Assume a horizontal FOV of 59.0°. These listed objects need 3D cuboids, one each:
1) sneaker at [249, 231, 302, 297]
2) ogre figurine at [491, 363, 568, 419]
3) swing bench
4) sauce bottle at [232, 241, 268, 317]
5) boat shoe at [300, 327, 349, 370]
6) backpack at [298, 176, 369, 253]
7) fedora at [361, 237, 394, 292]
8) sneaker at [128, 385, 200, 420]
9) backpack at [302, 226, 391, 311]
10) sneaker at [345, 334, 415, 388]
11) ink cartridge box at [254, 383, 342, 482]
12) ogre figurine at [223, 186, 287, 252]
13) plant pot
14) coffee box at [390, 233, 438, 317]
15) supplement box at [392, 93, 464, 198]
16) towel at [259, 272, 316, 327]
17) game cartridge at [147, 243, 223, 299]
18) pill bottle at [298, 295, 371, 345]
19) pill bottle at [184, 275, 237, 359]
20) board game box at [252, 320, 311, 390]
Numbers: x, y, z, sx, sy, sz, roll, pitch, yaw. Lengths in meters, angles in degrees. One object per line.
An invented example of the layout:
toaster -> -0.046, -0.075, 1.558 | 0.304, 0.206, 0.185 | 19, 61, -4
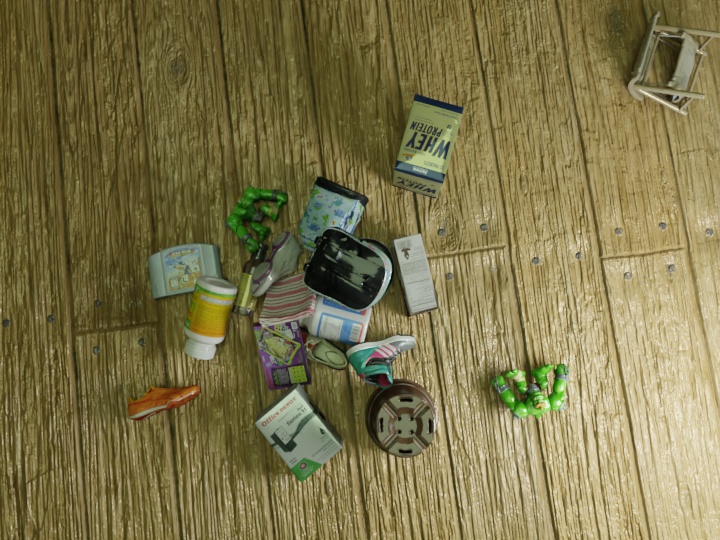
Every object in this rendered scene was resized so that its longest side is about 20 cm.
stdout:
sneaker -> -0.219, -0.004, 1.706 | 0.074, 0.100, 0.202 | 9, 60, 45
ogre figurine -> 0.458, 0.319, 1.672 | 0.196, 0.098, 0.122 | -4, 65, -15
swing bench -> 0.858, -0.571, 1.762 | 0.197, 0.130, 0.202 | 21, 84, 8
sauce bottle -> -0.295, 0.023, 1.730 | 0.064, 0.065, 0.203 | 16, 82, 2
boat shoe -> -0.120, 0.210, 1.708 | 0.198, 0.063, 0.072 | 27, 86, 5
backpack -> -0.087, -0.135, 1.717 | 0.161, 0.154, 0.203 | 24, 97, 9
fedora -> 0.000, 0.000, 1.716 | 0.198, 0.090, 0.179 | -29, 84, -3
sneaker -> -0.526, 0.336, 1.693 | 0.197, 0.073, 0.078 | -16, 73, -4
backpack -> -0.023, 0.003, 1.596 | 0.198, 0.150, 0.180 | 27, 97, 15
sneaker -> 0.071, 0.241, 1.660 | 0.197, 0.084, 0.122 | -10, 61, -22
ink cartridge box -> -0.161, 0.420, 1.661 | 0.146, 0.083, 0.201 | -39, 91, -2
ogre figurine -> -0.290, -0.151, 1.732 | 0.118, 0.098, 0.203 | 24, 81, 5
plant pot -> 0.110, 0.384, 1.618 | 0.196, 0.198, 0.204 | 0, 84, 0
coffee box -> 0.143, 0.016, 1.703 | 0.078, 0.114, 0.204 | -13, 84, -2
supplement box -> 0.176, -0.324, 1.698 | 0.132, 0.200, 0.203 | 16, 85, 3
towel -> -0.186, 0.066, 1.663 | 0.144, 0.201, 0.030 | -14, 123, 9
game cartridge -> -0.482, -0.004, 1.749 | 0.196, 0.042, 0.136 | -11, 87, -1
pill bottle -> -0.076, 0.127, 1.692 | 0.197, 0.112, 0.114 | 15, 84, 2
pill bottle -> -0.403, 0.126, 1.685 | 0.109, 0.111, 0.203 | 18, 99, 3
board game box -> -0.204, 0.219, 1.671 | 0.118, 0.032, 0.203 | -10, 117, -3
